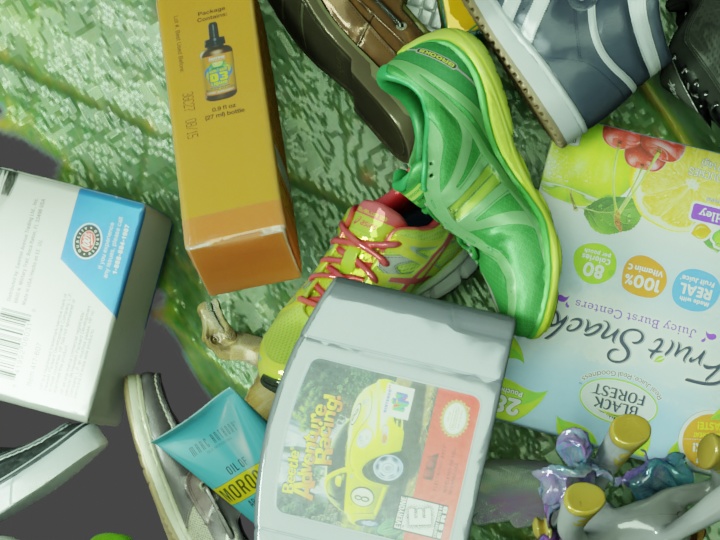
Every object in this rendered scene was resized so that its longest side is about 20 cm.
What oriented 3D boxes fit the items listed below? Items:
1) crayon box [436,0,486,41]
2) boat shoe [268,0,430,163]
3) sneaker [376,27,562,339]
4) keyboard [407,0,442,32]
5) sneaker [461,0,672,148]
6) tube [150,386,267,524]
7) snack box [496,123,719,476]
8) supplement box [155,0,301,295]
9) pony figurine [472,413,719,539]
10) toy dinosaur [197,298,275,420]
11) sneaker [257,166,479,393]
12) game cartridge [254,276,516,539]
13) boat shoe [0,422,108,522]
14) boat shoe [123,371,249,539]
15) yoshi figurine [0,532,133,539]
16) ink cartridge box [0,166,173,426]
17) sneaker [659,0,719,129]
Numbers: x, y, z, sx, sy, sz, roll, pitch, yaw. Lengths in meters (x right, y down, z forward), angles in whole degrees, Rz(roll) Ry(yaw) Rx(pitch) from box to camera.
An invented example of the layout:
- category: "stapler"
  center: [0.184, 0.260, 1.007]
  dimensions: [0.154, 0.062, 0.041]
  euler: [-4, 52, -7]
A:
- category: "crayon box"
  center: [0.095, -0.253, 1.751]
  dimensions: [0.119, 0.058, 0.200]
  euler: [-11, 86, -2]
- category: "boat shoe"
  center: [0.001, -0.161, 1.753]
  dimensions: [0.068, 0.072, 0.200]
  euler: [-33, 76, -14]
- category: "sneaker"
  center: [0.064, -0.047, 1.669]
  dimensions: [0.083, 0.074, 0.200]
  euler: [-19, 84, -16]
- category: "keyboard"
  center: [-0.031, -0.211, 1.793]
  dimensions: [0.200, 0.011, 0.056]
  euler: [18, 88, 7]
- category: "sneaker"
  center: [0.115, -0.187, 1.681]
  dimensions: [0.108, 0.070, 0.200]
  euler: [-32, 94, 2]
- category: "tube"
  center: [-0.035, 0.151, 1.710]
  dimensions: [0.200, 0.050, 0.077]
  euler: [42, 122, -19]
- category: "snack box"
  center: [0.182, 0.018, 1.728]
  dimensions: [0.168, 0.068, 0.200]
  euler: [14, 90, 7]
- category: "supplement box"
  center: [-0.084, -0.088, 1.726]
  dimensions: [0.066, 0.069, 0.200]
  euler: [-12, 61, 6]
- category: "pony figurine"
  center: [0.143, 0.164, 1.650]
  dimensions: [0.193, 0.200, 0.167]
  euler: [-3, 60, -9]
- category: "toy dinosaur"
  center: [-0.021, 0.076, 1.730]
  dimensions: [0.101, 0.058, 0.200]
  euler: [-34, 50, -22]
- category: "sneaker"
  center: [0.000, 0.000, 1.695]
  dimensions: [0.078, 0.090, 0.200]
  euler: [22, 52, 29]
- category: "game cartridge"
  center: [0.008, 0.110, 1.621]
  dimensions: [0.133, 0.041, 0.200]
  euler: [12, 83, 3]
- category: "boat shoe"
  center: [-0.262, 0.139, 1.770]
  dimensions: [0.200, 0.072, 0.068]
  euler: [-29, 85, 11]
- category: "boat shoe"
  center: [-0.096, 0.154, 1.751]
  dimensions: [0.065, 0.072, 0.200]
  euler: [-22, 88, -1]
- category: "yoshi figurine"
  center: [-0.189, 0.220, 1.716]
  dimensions: [0.200, 0.112, 0.112]
  euler: [15, 112, 18]
- category: "ink cartridge box"
  center: [-0.241, 0.007, 1.761]
  dimensions: [0.200, 0.084, 0.146]
  euler: [15, 88, 11]
- category: "sneaker"
  center: [0.236, -0.113, 1.706]
  dimensions: [0.090, 0.066, 0.200]
  euler: [-18, 52, 17]
